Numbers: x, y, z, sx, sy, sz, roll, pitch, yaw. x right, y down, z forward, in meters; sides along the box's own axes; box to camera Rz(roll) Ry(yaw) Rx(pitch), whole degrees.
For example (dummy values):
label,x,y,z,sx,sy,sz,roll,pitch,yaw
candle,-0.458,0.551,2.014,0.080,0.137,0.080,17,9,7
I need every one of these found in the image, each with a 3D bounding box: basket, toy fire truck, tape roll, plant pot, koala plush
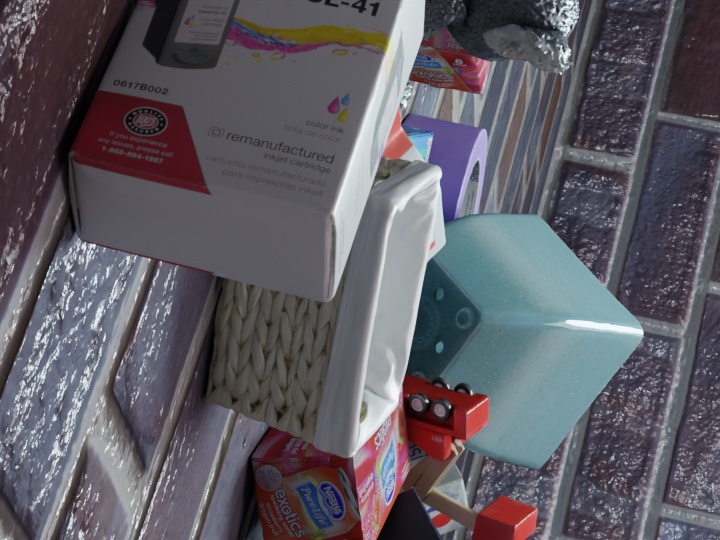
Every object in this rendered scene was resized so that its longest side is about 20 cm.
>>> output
label,x,y,z,sx,sy,sz,roll,pitch,yaw
basket,-0.029,0.015,1.431,0.136,0.123,0.201,-40,141,-67
toy fire truck,0.070,0.174,1.835,0.049,0.200,0.141,-29,125,-52
tape roll,0.074,-0.064,2.100,0.200,0.085,0.201,12,90,-81
plant pot,0.118,0.061,1.941,0.200,0.196,0.196,11,122,-49
koala plush,0.089,-0.229,1.610,0.184,0.199,0.178,91,15,-49

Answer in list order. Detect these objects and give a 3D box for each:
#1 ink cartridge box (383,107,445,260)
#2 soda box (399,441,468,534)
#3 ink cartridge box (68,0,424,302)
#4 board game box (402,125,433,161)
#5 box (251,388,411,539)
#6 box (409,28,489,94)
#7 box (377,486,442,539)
label,x,y,z,sx,sy,sz,roll,pitch,yaw
ink cartridge box,0.001,-0.038,1.579,0.162,0.050,0.200,-44,156,-22
soda box,0.046,0.186,1.968,0.200,0.068,0.064,-122,-164,-55
ink cartridge box,-0.058,-0.098,1.064,0.086,0.147,0.200,91,14,-56
board game box,0.023,-0.064,1.905,0.200,0.045,0.153,-25,128,-79
box,-0.022,0.170,1.731,0.200,0.095,0.100,-55,140,-68
box,0.090,-0.280,1.823,0.100,0.095,0.201,68,35,-72
box,0.070,0.315,1.737,0.141,0.079,0.200,61,0,-40
